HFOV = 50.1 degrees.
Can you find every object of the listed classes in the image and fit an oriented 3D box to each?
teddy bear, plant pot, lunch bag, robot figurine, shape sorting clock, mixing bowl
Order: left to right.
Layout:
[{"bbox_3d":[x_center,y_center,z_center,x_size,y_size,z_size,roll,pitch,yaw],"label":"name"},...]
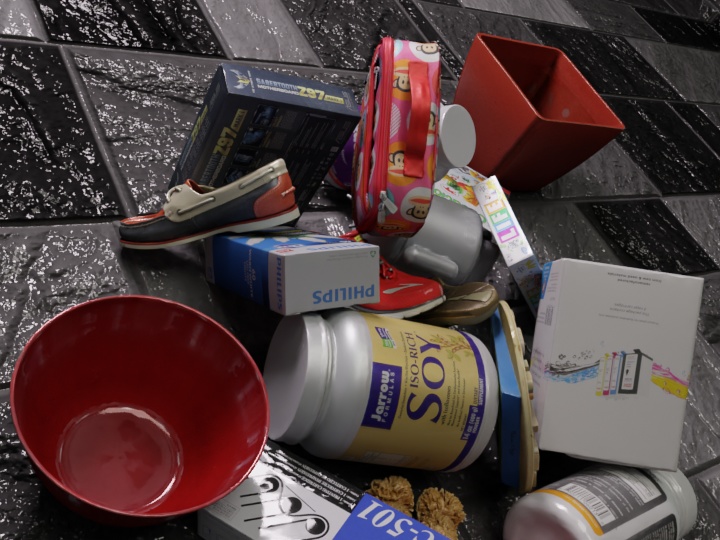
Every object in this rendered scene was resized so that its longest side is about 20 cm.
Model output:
[{"bbox_3d":[-0.186,0.131,0.633,0.200,0.108,0.200,18,42,-17],"label":"mixing bowl"},{"bbox_3d":[0.042,-0.139,0.826,0.082,0.176,0.200,5,82,-8],"label":"lunch bag"},{"bbox_3d":[0.047,0.269,0.683,0.145,0.067,0.200,32,39,2],"label":"teddy bear"},{"bbox_3d":[0.074,-0.044,0.976,0.200,0.113,0.170,19,22,-18],"label":"robot figurine"},{"bbox_3d":[0.161,0.131,0.809,0.039,0.200,0.200,-3,44,6],"label":"shape sorting clock"},{"bbox_3d":[0.256,-0.236,1.238,0.200,0.176,0.200,-2,51,-36],"label":"plant pot"}]

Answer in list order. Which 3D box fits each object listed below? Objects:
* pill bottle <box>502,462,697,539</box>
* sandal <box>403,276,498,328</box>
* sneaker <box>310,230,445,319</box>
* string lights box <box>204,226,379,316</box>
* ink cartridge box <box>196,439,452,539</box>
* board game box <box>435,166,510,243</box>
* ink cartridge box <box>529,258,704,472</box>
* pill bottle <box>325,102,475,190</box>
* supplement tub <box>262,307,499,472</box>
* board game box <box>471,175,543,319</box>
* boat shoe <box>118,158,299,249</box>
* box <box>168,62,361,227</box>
[{"bbox_3d":[0.251,0.260,0.789,0.200,0.116,0.116,-7,54,-39],"label":"pill bottle"},{"bbox_3d":[0.089,0.049,0.866,0.080,0.200,0.054,-36,106,-23],"label":"sandal"},{"bbox_3d":[0.000,0.000,0.840,0.200,0.085,0.077,14,26,35],"label":"sneaker"},{"bbox_3d":[-0.075,-0.005,0.784,0.103,0.059,0.200,-6,11,-31],"label":"string lights box"},{"bbox_3d":[-0.029,0.224,0.644,0.200,0.044,0.094,24,39,20],"label":"ink cartridge box"},{"bbox_3d":[0.125,-0.124,1.150,0.200,0.035,0.126,29,41,-5],"label":"board game box"},{"bbox_3d":[0.267,0.097,0.842,0.145,0.200,0.147,8,0,6],"label":"ink cartridge box"},{"bbox_3d":[0.044,-0.165,1.001,0.112,0.200,0.113,-1,91,-49],"label":"pill bottle"},{"bbox_3d":[0.017,0.116,0.754,0.200,0.145,0.145,12,44,-24],"label":"supplement tub"},{"bbox_3d":[0.210,-0.014,1.005,0.200,0.034,0.135,50,17,-51],"label":"board game box"},{"bbox_3d":[-0.164,-0.067,0.804,0.200,0.063,0.071,-10,19,12],"label":"boat shoe"},{"bbox_3d":[-0.113,-0.131,0.871,0.158,0.200,0.051,3,52,-31],"label":"box"}]
